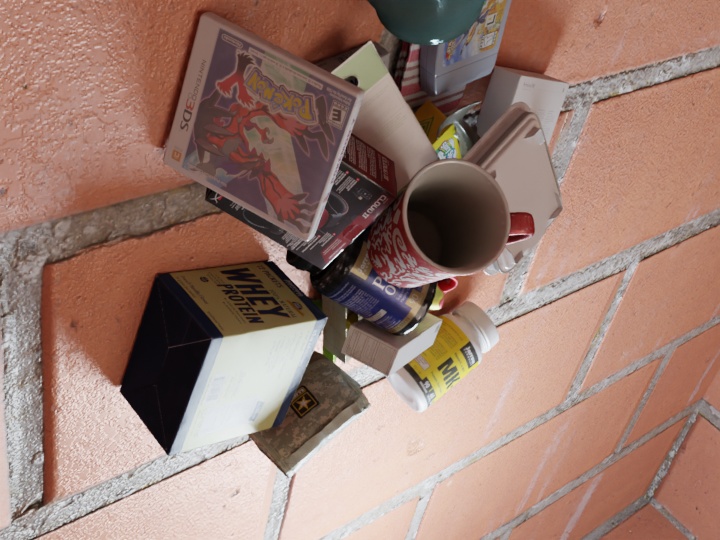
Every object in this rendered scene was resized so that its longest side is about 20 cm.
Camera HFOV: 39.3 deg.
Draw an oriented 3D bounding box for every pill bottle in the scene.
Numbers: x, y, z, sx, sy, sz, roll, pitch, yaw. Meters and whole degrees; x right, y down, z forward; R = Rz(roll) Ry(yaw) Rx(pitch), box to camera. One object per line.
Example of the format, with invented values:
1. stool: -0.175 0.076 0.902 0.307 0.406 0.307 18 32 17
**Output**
1. pill bottle: 0.000 0.000 1.405 0.199 0.112 0.112 30 104 -21
2. pill bottle: 0.147 0.152 1.820 0.199 0.114 0.115 -38 147 -15

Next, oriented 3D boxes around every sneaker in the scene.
1. sneaker: 0.111 0.003 1.576 0.201 0.089 0.079 -66 166 -51

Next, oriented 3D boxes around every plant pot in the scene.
1. plant pot: 0.074 -0.357 1.112 0.200 0.200 0.188 -42 161 -8

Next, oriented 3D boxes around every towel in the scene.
1. towel: 0.101 -0.285 1.366 0.145 0.030 0.201 -23 142 -37

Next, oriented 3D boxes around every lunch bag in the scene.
1. lunch bag: -0.088 0.212 1.512 0.164 0.200 0.118 -37 108 -15

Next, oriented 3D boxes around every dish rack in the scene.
1. dish rack: 0.208 -0.103 1.347 0.172 0.043 0.201 -47 134 -23

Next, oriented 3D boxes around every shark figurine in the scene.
1. shark figurine: 0.175 -0.148 1.377 0.129 0.089 0.216 -67 143 -55

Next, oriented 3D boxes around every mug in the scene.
1. mug: 0.102 -0.035 1.241 0.134 0.176 0.200 -65 -170 -16

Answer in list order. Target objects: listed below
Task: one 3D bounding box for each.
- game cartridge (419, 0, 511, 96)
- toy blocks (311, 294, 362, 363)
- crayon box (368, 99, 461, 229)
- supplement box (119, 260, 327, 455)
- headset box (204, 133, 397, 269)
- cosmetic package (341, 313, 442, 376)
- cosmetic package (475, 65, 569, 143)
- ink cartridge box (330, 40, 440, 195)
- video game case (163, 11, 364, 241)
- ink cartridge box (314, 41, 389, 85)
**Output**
1. game cartridge: 0.138 -0.325 1.306 0.133 0.041 0.201 -32 147 -35
2. toy blocks: 0.004 0.048 1.567 0.137 0.100 0.201 -42 154 -28
3. crayon box: 0.067 -0.125 1.444 0.173 0.058 0.200 -45 159 -6
4. supplement box: -0.185 0.113 1.355 0.199 0.134 0.201 -8 131 -46
5. headset box: -0.062 -0.102 1.202 0.199 0.075 0.149 30 125 -26
6. cosmetic package: 0.050 0.098 1.510 0.200 0.082 0.051 -22 137 -65
7. cosmetic package: 0.238 -0.223 1.520 0.199 0.051 0.152 -10 123 -58
8. ink cartridge box: -0.002 -0.170 1.265 0.145 0.048 0.201 -40 124 -6
9. video game case: -0.111 -0.154 1.095 0.023 0.199 0.184 -42 157 -59
10. ink cartridge box: -0.054 -0.172 1.289 0.198 0.041 0.201 -28 144 -29
